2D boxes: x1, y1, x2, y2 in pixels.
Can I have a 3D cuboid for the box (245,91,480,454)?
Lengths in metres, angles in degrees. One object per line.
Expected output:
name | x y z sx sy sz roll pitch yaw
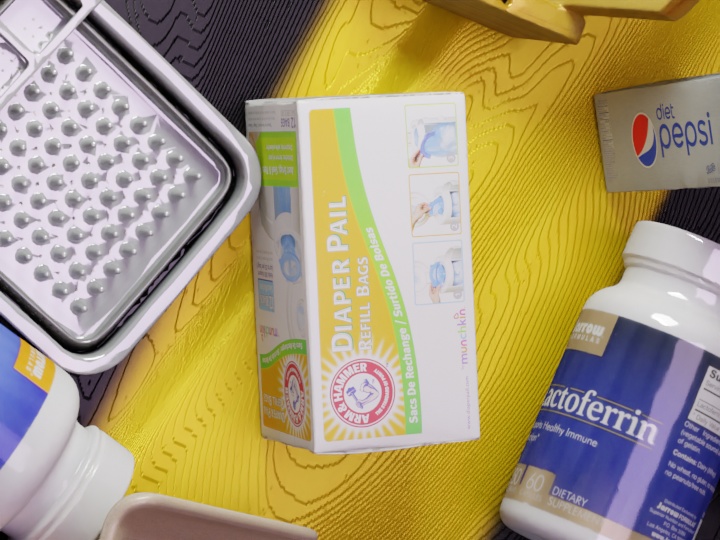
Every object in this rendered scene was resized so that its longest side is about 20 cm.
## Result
box | 0.000 0.000 1.538 0.101 0.112 0.201 -4 94 -19

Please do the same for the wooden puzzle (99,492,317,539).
wooden puzzle | -0.113 0.221 1.452 0.185 0.046 0.201 21 87 -57

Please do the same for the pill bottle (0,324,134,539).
pill bottle | -0.225 0.077 1.462 0.200 0.112 0.112 37 80 -16

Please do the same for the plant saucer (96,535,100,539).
plant saucer | -0.110 0.236 1.540 0.199 0.050 0.201 0 91 -19

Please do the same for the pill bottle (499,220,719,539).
pill bottle | 0.170 0.080 1.598 0.115 0.116 0.201 25 83 -18

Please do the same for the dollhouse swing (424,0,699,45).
dollhouse swing | 0.109 -0.248 1.536 0.181 0.176 0.201 20 86 -19

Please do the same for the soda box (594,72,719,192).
soda box | 0.210 -0.083 1.562 0.068 0.200 0.064 -10 94 -19

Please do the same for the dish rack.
dish rack | -0.173 -0.059 1.513 0.200 0.044 0.172 44 77 -15
